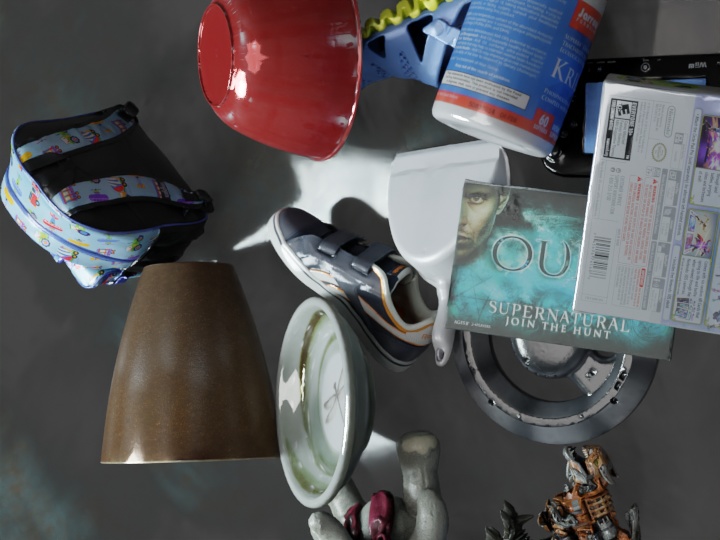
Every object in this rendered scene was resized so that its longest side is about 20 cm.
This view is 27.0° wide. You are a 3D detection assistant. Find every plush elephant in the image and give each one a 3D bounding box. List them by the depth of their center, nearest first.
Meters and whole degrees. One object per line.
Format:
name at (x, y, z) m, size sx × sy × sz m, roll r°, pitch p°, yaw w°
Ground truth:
plush elephant at (0.002, 0.276, 1.453) m, size 0.165 × 0.155 × 0.200 m, roll -18°, pitch 87°, yaw 34°

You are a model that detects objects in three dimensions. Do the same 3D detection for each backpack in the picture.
backpack at (-0.282, -0.072, 1.553) m, size 0.183 × 0.200 × 0.135 m, roll 50°, pitch 120°, yaw 15°

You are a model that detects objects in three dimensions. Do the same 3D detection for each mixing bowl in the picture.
mixing bowl at (-0.087, -0.201, 1.407) m, size 0.200 × 0.108 × 0.200 m, roll 177°, pitch 90°, yaw -66°

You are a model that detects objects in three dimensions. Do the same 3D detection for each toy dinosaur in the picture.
toy dinosaur at (0.188, 0.261, 1.374) m, size 0.136 × 0.102 × 0.200 m, roll 1°, pitch 77°, yaw 17°

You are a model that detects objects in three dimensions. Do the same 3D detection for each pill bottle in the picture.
pill bottle at (0.145, -0.207, 1.288) m, size 0.112 × 0.112 × 0.200 m, roll 21°, pitch 93°, yaw 29°

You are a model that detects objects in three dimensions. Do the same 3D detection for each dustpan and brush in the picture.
dustpan and brush at (0.078, -0.014, 1.395) m, size 0.139 × 0.057 × 0.200 m, roll -5°, pitch 66°, yaw 43°

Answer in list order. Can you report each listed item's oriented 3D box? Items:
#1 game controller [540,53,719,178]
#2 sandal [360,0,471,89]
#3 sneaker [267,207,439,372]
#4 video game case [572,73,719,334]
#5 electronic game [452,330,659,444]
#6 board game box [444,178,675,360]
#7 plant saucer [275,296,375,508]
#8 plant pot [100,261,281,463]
game controller at (0.247, -0.132, 1.292) m, size 0.200 × 0.042 × 0.104 m, roll 2°, pitch 99°, yaw 32°
sandal at (0.054, -0.206, 1.387) m, size 0.200 × 0.079 × 0.087 m, roll -26°, pitch 87°, yaw 35°
sneaker at (0.000, 0.000, 1.456) m, size 0.200 × 0.078 × 0.079 m, roll 46°, pitch 125°, yaw 6°
video game case at (0.278, -0.051, 1.232) m, size 0.181 × 0.045 × 0.200 m, roll 10°, pitch 109°, yaw 13°
electronic game at (0.176, 0.059, 1.370) m, size 0.200 × 0.042 × 0.200 m, roll 2°, pitch 95°, yaw 26°
board game box at (0.181, -0.002, 1.315) m, size 0.200 × 0.028 × 0.135 m, roll 7°, pitch 92°, yaw 13°
plant saucer at (-0.027, 0.126, 1.434) m, size 0.200 × 0.050 × 0.200 m, roll -177°, pitch 90°, yaw -69°
plant pot at (-0.174, 0.095, 1.541) m, size 0.187 × 0.187 × 0.200 m, roll -6°, pitch 82°, yaw 34°
